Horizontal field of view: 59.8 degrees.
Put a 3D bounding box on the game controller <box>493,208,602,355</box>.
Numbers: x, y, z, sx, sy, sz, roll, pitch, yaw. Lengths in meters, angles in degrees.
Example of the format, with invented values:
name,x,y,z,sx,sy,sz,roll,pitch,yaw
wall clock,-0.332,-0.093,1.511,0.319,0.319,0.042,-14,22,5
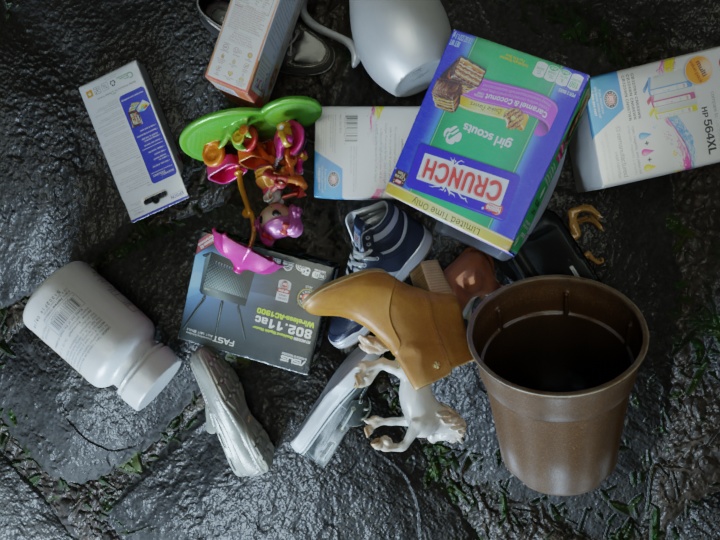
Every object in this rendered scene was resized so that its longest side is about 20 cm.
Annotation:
name,x,y,z,sx,sy,sz,roll,pitch,yaw
game controller,0.255,0.019,0.817,0.103,0.042,0.202,-32,97,28

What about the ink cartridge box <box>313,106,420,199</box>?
name,x,y,z,sx,sy,sz,roll,pitch,yaw
ink cartridge box,0.040,-0.152,0.830,0.194,0.068,0.118,2,94,6

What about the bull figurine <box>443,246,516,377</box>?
name,x,y,z,sx,sy,sz,roll,pitch,yaw
bull figurine,0.111,0.060,0.842,0.199,0.065,0.122,-41,97,13

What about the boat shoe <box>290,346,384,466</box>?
name,x,y,z,sx,sy,sz,roll,pitch,yaw
boat shoe,-0.018,0.184,0.869,0.070,0.072,0.202,34,108,-6

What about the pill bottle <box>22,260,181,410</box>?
name,x,y,z,sx,sy,sz,roll,pitch,yaw
pill bottle,-0.350,0.093,0.865,0.199,0.114,0.115,40,97,1

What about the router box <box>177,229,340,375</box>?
name,x,y,z,sx,sy,sz,roll,pitch,yaw
router box,-0.139,0.041,0.866,0.195,0.062,0.154,14,97,4

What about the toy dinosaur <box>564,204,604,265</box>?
name,x,y,z,sx,sy,sz,roll,pitch,yaw
toy dinosaur,0.260,-0.046,0.821,0.105,0.060,0.202,-37,90,9

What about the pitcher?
name,x,y,z,sx,sy,sz,roll,pitch,yaw
pitcher,0.017,-0.319,0.803,0.169,0.121,0.204,-28,81,20

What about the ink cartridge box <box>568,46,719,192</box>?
name,x,y,z,sx,sy,sz,roll,pitch,yaw
ink cartridge box,0.365,-0.183,0.766,0.195,0.125,0.132,-13,93,7

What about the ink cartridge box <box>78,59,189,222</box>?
name,x,y,z,sx,sy,sz,roll,pitch,yaw
ink cartridge box,-0.313,-0.179,0.880,0.093,0.037,0.204,-21,90,6

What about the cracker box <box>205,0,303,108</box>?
name,x,y,z,sx,sy,sz,roll,pitch,yaw
cracker box,-0.116,-0.304,0.752,0.057,0.134,0.204,21,93,-2

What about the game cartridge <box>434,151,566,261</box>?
name,x,y,z,sx,sy,sz,roll,pitch,yaw
game cartridge,0.184,-0.122,0.800,0.132,0.040,0.204,29,99,43

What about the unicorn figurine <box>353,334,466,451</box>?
name,x,y,z,sx,sy,sz,roll,pitch,yaw
unicorn figurine,0.066,0.172,0.807,0.134,0.074,0.205,-14,109,-11

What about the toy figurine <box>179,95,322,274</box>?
name,x,y,z,sx,sy,sz,roll,pitch,yaw
toy figurine,-0.121,-0.092,0.783,0.196,0.149,0.189,-16,78,22

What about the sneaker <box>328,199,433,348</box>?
name,x,y,z,sx,sy,sz,roll,pitch,yaw
sneaker,0.000,0.000,0.822,0.108,0.070,0.201,37,92,-37

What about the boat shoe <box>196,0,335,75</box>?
name,x,y,z,sx,sy,sz,roll,pitch,yaw
boat shoe,-0.130,-0.317,0.839,0.196,0.057,0.068,23,96,4

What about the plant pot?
name,x,y,z,sx,sy,sz,roll,pitch,yaw
plant pot,0.235,0.146,0.757,0.195,0.202,0.202,-9,124,6

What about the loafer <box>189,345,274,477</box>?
name,x,y,z,sx,sy,sz,roll,pitch,yaw
loafer,-0.190,0.202,0.875,0.068,0.070,0.204,-22,100,14

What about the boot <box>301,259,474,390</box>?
name,x,y,z,sx,sy,sz,roll,pitch,yaw
boot,0.039,0.073,0.749,0.197,0.071,0.147,-12,72,-21

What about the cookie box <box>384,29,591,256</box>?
name,x,y,z,sx,sy,sz,roll,pitch,yaw
cookie box,0.144,-0.145,0.722,0.169,0.075,0.204,27,99,23
